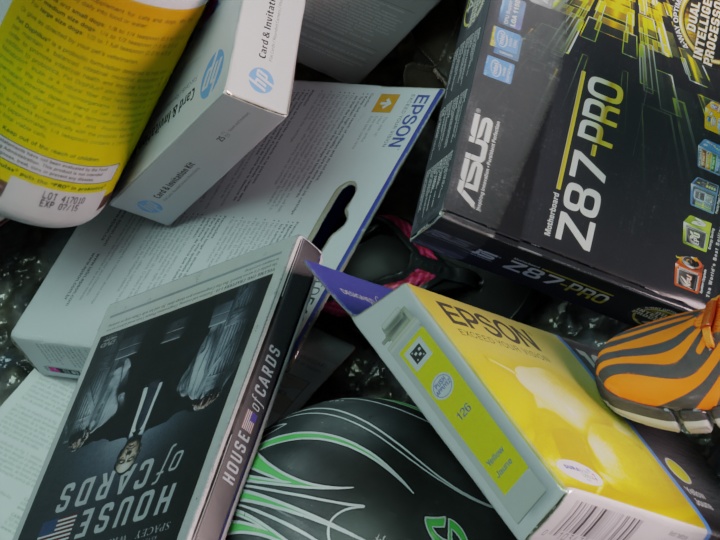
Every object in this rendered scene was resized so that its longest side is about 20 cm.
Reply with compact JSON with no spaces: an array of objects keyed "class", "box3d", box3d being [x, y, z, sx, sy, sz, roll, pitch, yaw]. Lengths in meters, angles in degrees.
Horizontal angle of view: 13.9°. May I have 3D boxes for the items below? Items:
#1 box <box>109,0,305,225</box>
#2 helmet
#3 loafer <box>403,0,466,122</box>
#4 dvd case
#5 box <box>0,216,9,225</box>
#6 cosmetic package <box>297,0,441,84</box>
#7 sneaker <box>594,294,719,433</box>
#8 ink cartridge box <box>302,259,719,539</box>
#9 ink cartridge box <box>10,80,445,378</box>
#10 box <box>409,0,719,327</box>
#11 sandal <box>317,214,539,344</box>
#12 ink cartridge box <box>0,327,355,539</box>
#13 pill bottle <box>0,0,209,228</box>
[{"class":"box","box3d":[-0.073,-0.143,1.585,0.156,0.041,0.200,-37,39,56]},{"class":"helmet","box3d":[0.005,0.155,1.446,0.190,0.200,0.200,24,74,14]},{"class":"loafer","box3d":[0.066,-0.100,1.627,0.071,0.073,0.200,-39,44,26]},{"class":"dvd case","box3d":[-0.102,0.083,1.457,0.150,0.025,0.200,-19,40,42]},{"class":"box","box3d":[-0.247,-0.145,1.693,0.166,0.164,0.200,-35,43,4]},{"class":"cosmetic package","box3d":[0.015,-0.197,1.588,0.200,0.090,0.107,-36,36,52]},{"class":"sneaker","box3d":[0.198,0.009,1.392,0.200,0.112,0.078,-10,39,18]},{"class":"ink cartridge box","box3d":[0.091,0.067,1.440,0.047,0.198,0.200,-48,54,19]},{"class":"ink cartridge box","box3d":[-0.066,-0.020,1.610,0.200,0.043,0.197,7,55,37]},{"class":"box","box3d":[0.124,-0.082,1.543,0.161,0.049,0.200,21,66,-14]},{"class":"sandal","box3d":[0.000,0.000,1.603,0.200,0.045,0.075,11,61,26]},{"class":"ink cartridge box","box3d":[-0.117,0.096,1.616,0.160,0.047,0.200,22,57,31]},{"class":"pill bottle","box3d":[-0.145,-0.129,1.543,0.109,0.109,0.200,48,122,34]}]
